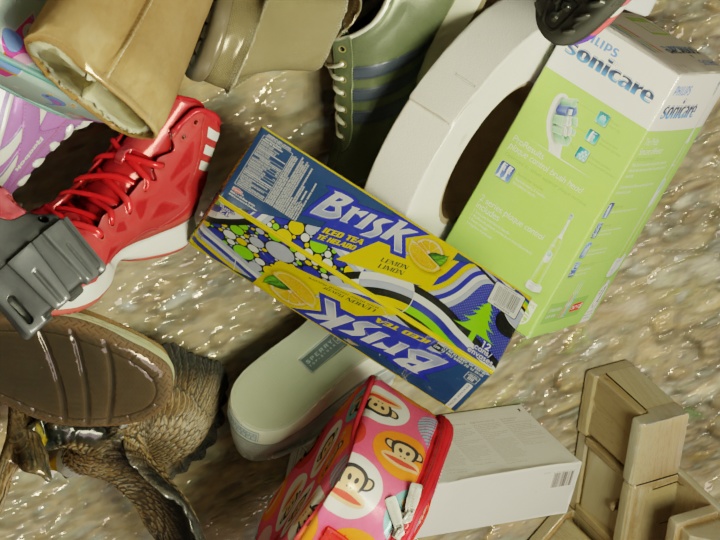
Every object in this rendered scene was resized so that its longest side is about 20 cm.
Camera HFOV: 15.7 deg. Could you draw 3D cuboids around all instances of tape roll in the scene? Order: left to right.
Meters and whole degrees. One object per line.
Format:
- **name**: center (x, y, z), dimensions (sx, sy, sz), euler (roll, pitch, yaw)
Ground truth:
- **tape roll**: center (0.069, -0.084, 1.684), dimensions (0.203, 0.037, 0.203), euler (-48, 161, -23)

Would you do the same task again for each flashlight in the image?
- **flashlight**: center (-0.223, -0.061, 1.452), dimensions (0.068, 0.200, 0.068), euler (-42, -178, 21)

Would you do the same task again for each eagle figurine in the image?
- **eagle figurine**: center (-0.145, 0.119, 1.673), dimensions (0.200, 0.151, 0.152), euler (26, 92, -33)

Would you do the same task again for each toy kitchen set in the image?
- **toy kitchen set**: center (0.164, 0.207, 1.924), dimensions (0.180, 0.163, 0.201), euler (-13, 126, -29)

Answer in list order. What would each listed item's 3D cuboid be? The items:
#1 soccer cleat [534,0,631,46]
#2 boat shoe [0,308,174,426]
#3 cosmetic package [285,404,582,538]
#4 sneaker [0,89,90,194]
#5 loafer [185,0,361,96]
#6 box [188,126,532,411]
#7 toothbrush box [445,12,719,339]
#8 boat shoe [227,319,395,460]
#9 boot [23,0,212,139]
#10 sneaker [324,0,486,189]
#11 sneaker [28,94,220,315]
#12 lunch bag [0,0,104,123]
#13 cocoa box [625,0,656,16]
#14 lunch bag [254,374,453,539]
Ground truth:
- **soccer cleat**: center (0.180, -0.209, 1.538), dimensions (0.073, 0.068, 0.200), euler (31, 95, -48)
- **boat shoe**: center (-0.207, 0.038, 1.554), dimensions (0.199, 0.076, 0.072), euler (13, 114, -4)
- **cosmetic package**: center (0.052, 0.146, 1.860), dimensions (0.199, 0.083, 0.051), euler (-5, 124, -33)
- **sneaker**: center (-0.197, -0.075, 1.538), dimensions (0.114, 0.073, 0.201), euler (9, 113, -43)
- **loafer**: center (-0.045, -0.151, 1.524), dimensions (0.076, 0.067, 0.200), euler (-66, 175, 27)
- **box**: center (0.000, 0.000, 1.608), dimensions (0.064, 0.200, 0.070), euler (-59, -175, -31)
- **toothbrush box**: center (0.147, -0.065, 1.721), dimensions (0.200, 0.086, 0.146), euler (-60, 164, 16)
- **boat shoe**: center (-0.011, 0.059, 1.772), dimensions (0.201, 0.070, 0.072), euler (-35, 161, -23)
- **boot**: center (-0.122, -0.198, 1.383), dimensions (0.175, 0.066, 0.200), euler (38, 71, -35)
- **sneaker**: center (0.003, -0.135, 1.654), dimensions (0.090, 0.067, 0.201), euler (17, 116, -23)
- **sneaker**: center (-0.152, -0.054, 1.543), dimensions (0.200, 0.078, 0.116), euler (-37, 152, -58)
- **lunch bag**: center (-0.158, -0.193, 1.445), dimensions (0.160, 0.077, 0.201), euler (24, 78, -38)
- **cocoa box**: center (0.103, -0.258, 1.586), dimensions (0.200, 0.133, 0.132), euler (13, 110, -41)
- **lunch bag**: center (-0.023, 0.181, 1.684), dimensions (0.082, 0.176, 0.200), euler (31, 117, -4)
